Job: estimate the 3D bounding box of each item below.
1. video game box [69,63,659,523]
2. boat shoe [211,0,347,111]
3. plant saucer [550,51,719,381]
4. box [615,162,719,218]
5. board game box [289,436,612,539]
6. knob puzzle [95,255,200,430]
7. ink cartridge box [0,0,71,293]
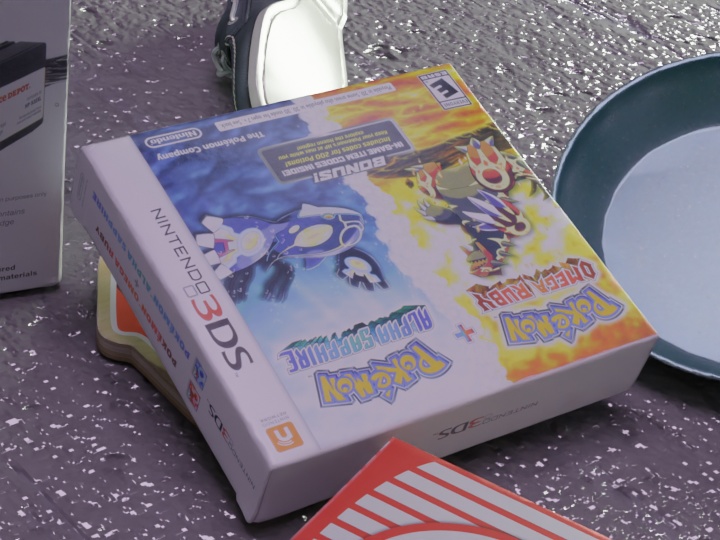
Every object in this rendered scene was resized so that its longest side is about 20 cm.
[{"bbox_3d":[0.000,0.000,0.763,0.199,0.047,0.183,-16,58,-29],"label":"video game box"},{"bbox_3d":[-0.050,-0.126,1.003,0.062,0.073,0.200,-28,32,25],"label":"boat shoe"},{"bbox_3d":[0.192,-0.021,0.849,0.199,0.036,0.201,-3,54,5],"label":"plant saucer"},{"bbox_3d":[0.226,-0.040,0.935,0.199,0.038,0.137,23,36,21],"label":"box"},{"bbox_3d":[0.056,0.150,0.597,0.199,0.046,0.151,23,35,21],"label":"board game box"},{"bbox_3d":[-0.035,0.001,0.820,0.219,0.031,0.220,6,33,-4],"label":"knob puzzle"},{"bbox_3d":[-0.192,-0.108,0.792,0.083,0.201,0.145,-9,37,-26],"label":"ink cartridge box"}]
